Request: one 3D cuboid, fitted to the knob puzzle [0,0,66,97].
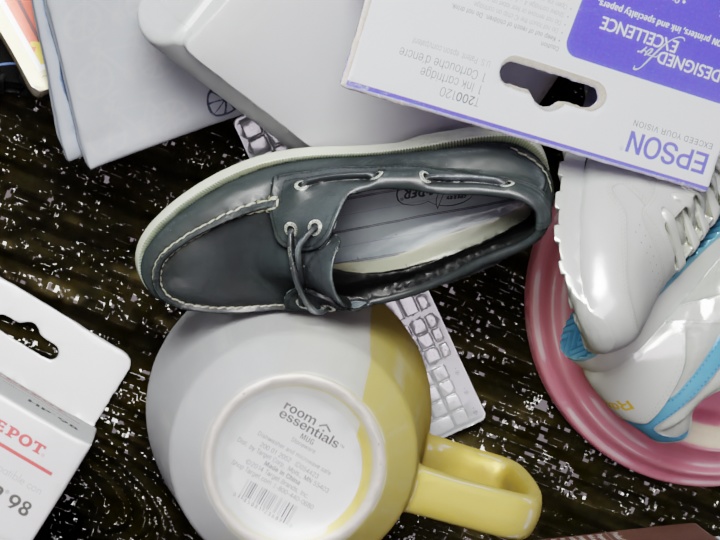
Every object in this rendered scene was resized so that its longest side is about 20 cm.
[{"bbox_3d":[-0.124,-0.211,0.878,0.219,0.030,0.220,2,81,-13],"label":"knob puzzle"}]

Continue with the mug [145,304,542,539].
[{"bbox_3d":[-0.016,0.075,0.886,0.186,0.153,0.150,-14,95,-2],"label":"mug"}]

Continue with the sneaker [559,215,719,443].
[{"bbox_3d":[0.196,0.000,0.906,0.200,0.077,0.081,-40,109,1],"label":"sneaker"}]

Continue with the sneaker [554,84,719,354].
[{"bbox_3d":[0.143,-0.042,0.875,0.080,0.200,0.076,2,136,17],"label":"sneaker"}]

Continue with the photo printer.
[{"bbox_3d":[0.015,-0.124,0.865,0.166,0.069,0.200,-50,131,4],"label":"photo printer"}]

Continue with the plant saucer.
[{"bbox_3d":[0.189,0.017,0.962,0.200,0.051,0.201,0,93,-7],"label":"plant saucer"}]

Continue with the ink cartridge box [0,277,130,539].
[{"bbox_3d":[-0.213,0.104,0.914,0.116,0.067,0.200,31,90,-6],"label":"ink cartridge box"}]

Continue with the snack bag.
[{"bbox_3d":[-0.069,-0.164,0.851,0.188,0.021,0.200,-21,123,-21],"label":"snack bag"}]

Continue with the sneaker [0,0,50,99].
[{"bbox_3d":[-0.139,-0.109,0.909,0.200,0.070,0.078,-13,87,-7],"label":"sneaker"}]

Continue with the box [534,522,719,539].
[{"bbox_3d":[0.094,0.183,0.937,0.200,0.100,0.075,-7,94,-5],"label":"box"}]

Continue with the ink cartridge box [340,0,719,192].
[{"bbox_3d":[0.100,-0.154,0.805,0.198,0.043,0.200,15,100,-25],"label":"ink cartridge box"}]

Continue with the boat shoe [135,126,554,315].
[{"bbox_3d":[-0.005,-0.012,0.837,0.199,0.066,0.075,-9,123,-3],"label":"boat shoe"}]

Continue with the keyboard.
[{"bbox_3d":[0.000,0.000,0.960,0.056,0.011,0.200,-25,95,-4],"label":"keyboard"}]
